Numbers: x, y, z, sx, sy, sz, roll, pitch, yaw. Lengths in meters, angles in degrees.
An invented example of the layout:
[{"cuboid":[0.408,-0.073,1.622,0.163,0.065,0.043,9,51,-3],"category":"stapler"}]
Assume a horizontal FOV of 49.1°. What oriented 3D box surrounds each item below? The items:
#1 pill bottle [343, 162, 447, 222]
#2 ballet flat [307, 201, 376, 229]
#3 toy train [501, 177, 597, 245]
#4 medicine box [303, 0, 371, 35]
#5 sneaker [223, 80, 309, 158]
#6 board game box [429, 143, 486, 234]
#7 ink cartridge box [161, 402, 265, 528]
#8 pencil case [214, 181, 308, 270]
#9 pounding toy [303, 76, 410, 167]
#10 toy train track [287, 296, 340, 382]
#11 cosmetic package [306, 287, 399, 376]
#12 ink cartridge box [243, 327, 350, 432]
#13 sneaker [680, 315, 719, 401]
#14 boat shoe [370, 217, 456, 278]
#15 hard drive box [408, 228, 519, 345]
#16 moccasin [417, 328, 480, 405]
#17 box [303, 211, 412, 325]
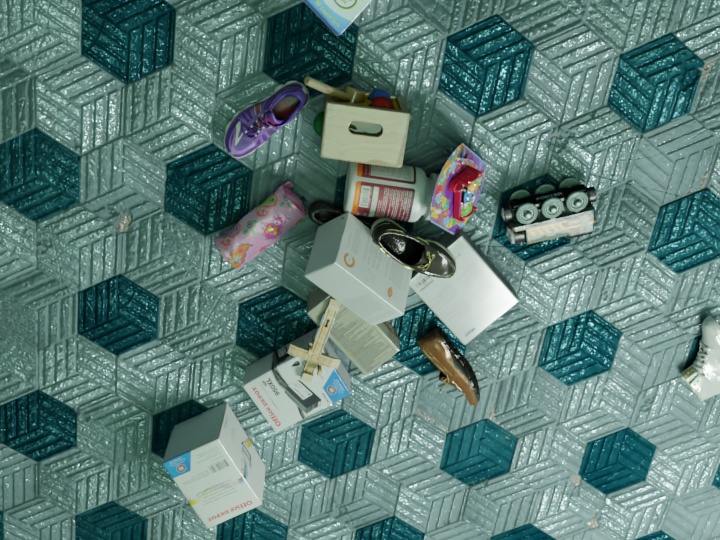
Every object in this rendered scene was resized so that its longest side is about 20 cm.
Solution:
[{"cuboid":[0.069,-0.156,1.566,0.196,0.110,0.112,7,113,-6],"category":"pill bottle"},{"cuboid":[-0.019,-0.082,1.621,0.197,0.057,0.067,21,112,-11],"category":"ballet flat"},{"cuboid":[0.389,-0.114,1.618,0.196,0.086,0.116,-13,123,3],"category":"toy train"},{"cuboid":[-0.035,-0.559,1.395,0.182,0.103,0.200,41,106,-18],"category":"medicine box"},{"cuboid":[-0.185,-0.290,1.512,0.199,0.084,0.081,-38,109,14],"category":"sneaker"},{"cuboid":[0.206,-0.149,1.538,0.039,0.199,0.160,25,92,31],"category":"board game box"},{"cuboid":[-0.324,0.439,1.779,0.145,0.145,0.202,-23,112,8],"category":"ink cartridge box"},{"cuboid":[-0.200,-0.090,1.599,0.199,0.088,0.088,-38,110,12],"category":"pencil case"},{"cuboid":[-0.013,-0.289,1.465,0.196,0.185,0.145,7,113,-5],"category":"pounding toy"},{"cuboid":[-0.083,0.150,1.635,0.113,0.033,0.203,17,112,-10],"category":"toy train track"},{"cuboid":[-0.015,0.112,1.687,0.103,0.088,0.201,-35,111,14],"category":"cosmetic package"},{"cuboid":[-0.139,0.243,1.738,0.198,0.085,0.146,-29,111,10],"category":"ink cartridge box"},{"cuboid":[0.773,0.208,1.772,0.114,0.074,0.202,-25,113,4],"category":"sneaker"},{"cuboid":[0.109,-0.032,1.559,0.199,0.061,0.072,27,111,-18],"category":"boat shoe"},{"cuboid":[0.212,0.031,1.669,0.155,0.077,0.200,-39,109,13],"category":"hard drive box"},{"cuboid":[0.199,0.223,1.753,0.077,0.074,0.202,-31,114,20],"category":"moccasin"},{"cuboid":[0.000,0.000,1.583,0.097,0.126,0.199,-21,132,42],"category":"box"}]
